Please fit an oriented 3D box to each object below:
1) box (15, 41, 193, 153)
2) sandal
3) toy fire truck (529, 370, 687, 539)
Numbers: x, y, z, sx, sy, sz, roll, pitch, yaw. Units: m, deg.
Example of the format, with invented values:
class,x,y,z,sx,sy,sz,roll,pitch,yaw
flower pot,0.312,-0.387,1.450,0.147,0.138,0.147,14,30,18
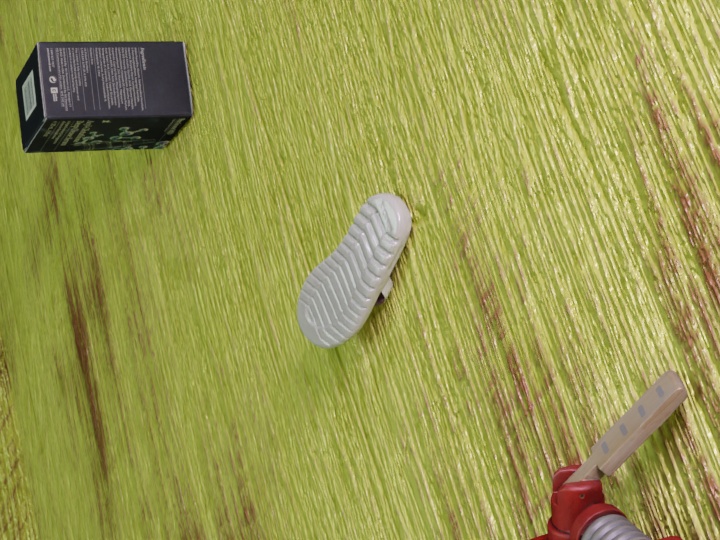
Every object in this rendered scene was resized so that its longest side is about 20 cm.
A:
class,x,y,z,sx,sy,sz,roll,pitch,yaw
box,-0.339,-0.228,2.409,0.148,0.199,0.108,145,118,-65
sandal,0.004,0.006,1.813,0.083,0.050,0.203,58,134,24
toy fire truck,0.195,0.190,1.301,0.176,0.128,0.201,-143,44,-61
